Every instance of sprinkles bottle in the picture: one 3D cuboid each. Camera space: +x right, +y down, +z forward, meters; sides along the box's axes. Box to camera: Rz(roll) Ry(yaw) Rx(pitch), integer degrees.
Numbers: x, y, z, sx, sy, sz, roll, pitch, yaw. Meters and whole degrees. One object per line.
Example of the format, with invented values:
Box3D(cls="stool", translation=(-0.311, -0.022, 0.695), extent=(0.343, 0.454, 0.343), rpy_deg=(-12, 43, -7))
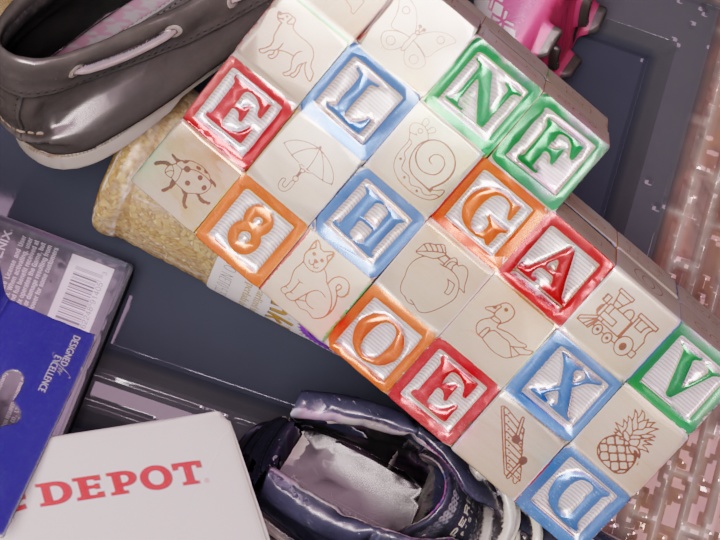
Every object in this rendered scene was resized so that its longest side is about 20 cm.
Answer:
Box3D(cls="sprinkles bottle", translation=(0.000, 0.000, 0.806), extent=(0.200, 0.068, 0.068), rpy_deg=(28, 72, 1))

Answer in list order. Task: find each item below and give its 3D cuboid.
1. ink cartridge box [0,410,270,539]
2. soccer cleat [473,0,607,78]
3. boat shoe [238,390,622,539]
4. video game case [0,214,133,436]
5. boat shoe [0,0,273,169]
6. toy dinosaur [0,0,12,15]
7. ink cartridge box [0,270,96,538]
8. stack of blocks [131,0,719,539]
Box3D(cls="ink cartridge box", translation=(-0.096, 0.171, 0.668), extent=(0.147, 0.145, 0.200), rpy_deg=(-6, 58, -22))
Box3D(cls="soccer cleat", translation=(0.071, -0.152, 0.867), extent=(0.086, 0.070, 0.200), rpy_deg=(22, 68, 13))
Box3D(cls="boat shoe", translation=(0.044, 0.106, 0.769), extent=(0.200, 0.093, 0.075), rpy_deg=(20, 72, -2))
Box3D(cls="video game case", translation=(-0.203, 0.028, 0.793), extent=(0.200, 0.019, 0.143), rpy_deg=(20, 72, 0))
Box3D(cls="boat shoe", translation=(-0.051, -0.115, 0.766), extent=(0.200, 0.057, 0.067), rpy_deg=(-42, 60, -17))
Box3D(cls="toy dinosaur", translation=(-0.171, -0.121, 0.791), extent=(0.200, 0.101, 0.058), rpy_deg=(46, 41, -25))
Box3D(cls="ink cartridge box", translation=(-0.183, 0.003, 0.647), extent=(0.200, 0.037, 0.095), rpy_deg=(24, 40, -5))
Box3D(cls="stack of blocks", translation=(0.037, -0.014, 0.732), extent=(0.200, 0.059, 0.115), rpy_deg=(40, 104, -3))
